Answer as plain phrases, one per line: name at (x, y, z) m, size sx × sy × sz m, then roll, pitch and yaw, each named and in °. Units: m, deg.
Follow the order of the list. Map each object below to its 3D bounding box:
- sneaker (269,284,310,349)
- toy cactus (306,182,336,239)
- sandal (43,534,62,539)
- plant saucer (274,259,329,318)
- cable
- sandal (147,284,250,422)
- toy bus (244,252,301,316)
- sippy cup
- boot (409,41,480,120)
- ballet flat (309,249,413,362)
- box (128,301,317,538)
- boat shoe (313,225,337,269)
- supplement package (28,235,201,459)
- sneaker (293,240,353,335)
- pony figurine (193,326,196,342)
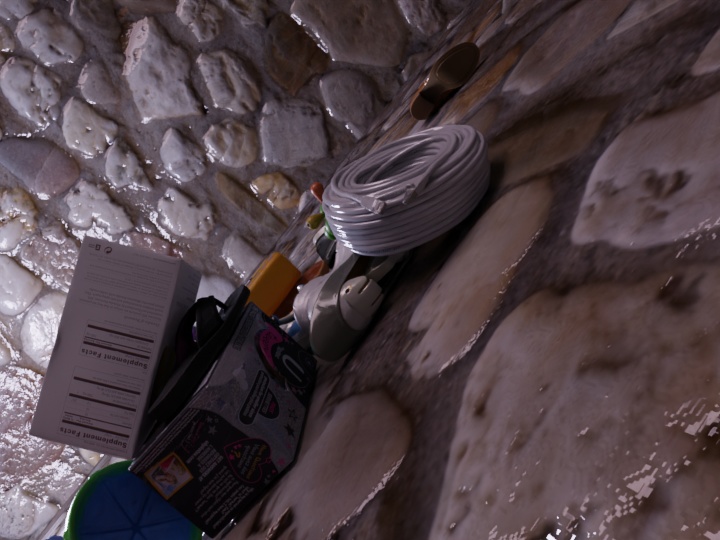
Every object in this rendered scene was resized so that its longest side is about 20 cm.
sneaker at (-0.111, 0.108, 0.896) m, size 0.202 × 0.072 × 0.072 m, roll -53°, pitch 13°, yaw -8°
toy cactus at (0.017, -0.094, 0.977) m, size 0.162 × 0.105 × 0.199 m, roll -22°, pitch -9°, yaw 22°
sandal at (-0.377, 0.412, 0.851) m, size 0.079 × 0.087 × 0.201 m, roll -44°, pitch 30°, yaw 15°
plant saucer at (-0.111, 0.072, 1.111) m, size 0.201 × 0.037 × 0.201 m, roll -49°, pitch 10°, yaw 12°
cable at (0.052, -0.095, 0.762) m, size 0.198 × 0.070 × 0.198 m, roll -36°, pitch 24°, yaw -25°
sandal at (-0.167, 0.067, 0.707) m, size 0.075 × 0.048 × 0.202 m, roll -42°, pitch 13°, yaw 31°
toy bus at (-0.186, 0.069, 1.164) m, size 0.202 × 0.065 × 0.078 m, roll -55°, pitch 13°, yaw -24°
sippy cup at (-0.246, 0.290, 0.710) m, size 0.176 × 0.140 × 0.131 m, roll -26°, pitch -21°, yaw -49°
boot at (0.178, -0.416, 1.489) m, size 0.200 × 0.074 × 0.155 m, roll -44°, pitch 8°, yaw 19°
ballet flat at (0.006, 0.011, 0.756) m, size 0.063 × 0.067 × 0.202 m, roll -27°, pitch 25°, yaw 46°
box at (-0.132, 0.148, 0.729) m, size 0.132 × 0.114 × 0.201 m, roll -45°, pitch 13°, yaw 16°
boat shoe at (0.004, -0.076, 1.129) m, size 0.199 × 0.072 × 0.063 m, roll -37°, pitch 58°, yaw 26°
supplement package at (-0.254, 0.083, 0.732) m, size 0.114 × 0.106 × 0.206 m, roll 107°, pitch 176°, yaw -82°
sneaker at (0.000, 0.000, 0.856) m, size 0.086 × 0.075 × 0.202 m, roll -6°, pitch 45°, yaw 50°
pony figurine at (-0.285, 0.199, 1.080) m, size 0.193 × 0.163 × 0.205 m, roll 45°, pitch 122°, yaw 52°
